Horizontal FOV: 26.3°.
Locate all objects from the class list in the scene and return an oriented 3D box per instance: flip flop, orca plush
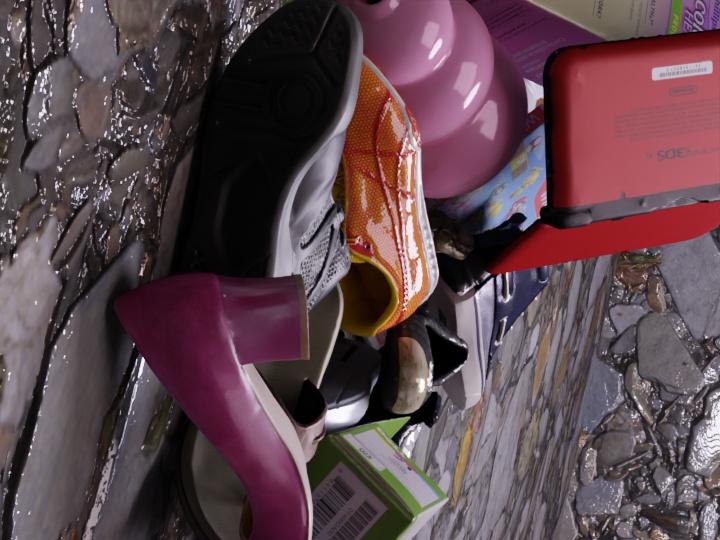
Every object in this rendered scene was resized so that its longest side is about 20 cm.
[{"bbox_3d":[-0.048,0.076,0.893,0.058,0.081,0.201,-26,-141,53],"label":"flip flop"},{"bbox_3d":[-0.005,0.129,1.200,0.105,0.071,0.201,-4,-126,60],"label":"orca plush"}]

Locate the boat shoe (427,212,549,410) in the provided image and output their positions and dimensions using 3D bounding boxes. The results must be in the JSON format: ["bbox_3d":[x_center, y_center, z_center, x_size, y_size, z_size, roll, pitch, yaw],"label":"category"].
[{"bbox_3d":[0.103,0.036,1.214,0.092,0.075,0.200,-27,152,-13],"label":"boat shoe"}]

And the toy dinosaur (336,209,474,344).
[{"bbox_3d":[0.000,0.000,1.058,0.200,0.047,0.088,-4,114,-52],"label":"toy dinosaur"}]

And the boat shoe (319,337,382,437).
[{"bbox_3d":[-0.026,0.094,1.031,0.200,0.072,0.062,-24,129,-73],"label":"boat shoe"}]

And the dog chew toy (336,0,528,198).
[{"bbox_3d":[0.037,-0.130,1.009,0.200,0.124,0.125,51,52,-60],"label":"dog chew toy"}]

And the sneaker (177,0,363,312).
[{"bbox_3d":[-0.042,-0.051,0.860,0.114,0.076,0.200,-6,111,-76],"label":"sneaker"}]

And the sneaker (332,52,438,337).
[{"bbox_3d":[-0.002,-0.048,0.955,0.077,0.073,0.201,-38,121,-39],"label":"sneaker"}]

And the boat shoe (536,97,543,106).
[{"bbox_3d":[0.148,-0.165,1.293,0.200,0.067,0.072,-46,-146,18],"label":"boat shoe"}]

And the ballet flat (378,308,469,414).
[{"bbox_3d":[0.045,0.059,1.065,0.200,0.057,0.067,-44,145,-81],"label":"ballet flat"}]

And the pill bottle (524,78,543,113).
[{"bbox_3d":[0.109,-0.201,1.205,0.114,0.114,0.201,70,35,-63],"label":"pill bottle"}]

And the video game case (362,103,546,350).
[{"bbox_3d":[0.072,-0.029,1.180,0.200,0.017,0.143,-39,155,-8],"label":"video game case"}]

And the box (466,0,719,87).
[{"bbox_3d":[0.163,-0.229,1.119,0.097,0.199,0.177,-20,-125,57],"label":"box"}]

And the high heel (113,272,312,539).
[{"bbox_3d":[-0.074,0.094,0.799,0.067,0.095,0.201,-110,-162,-59],"label":"high heel"}]

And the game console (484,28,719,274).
[{"bbox_3d":[0.193,-0.084,1.090,0.119,0.199,0.173,-157,-120,-62],"label":"game console"}]

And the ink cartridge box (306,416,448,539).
[{"bbox_3d":[-0.013,0.175,1.015,0.148,0.076,0.200,-49,167,10],"label":"ink cartridge box"}]
